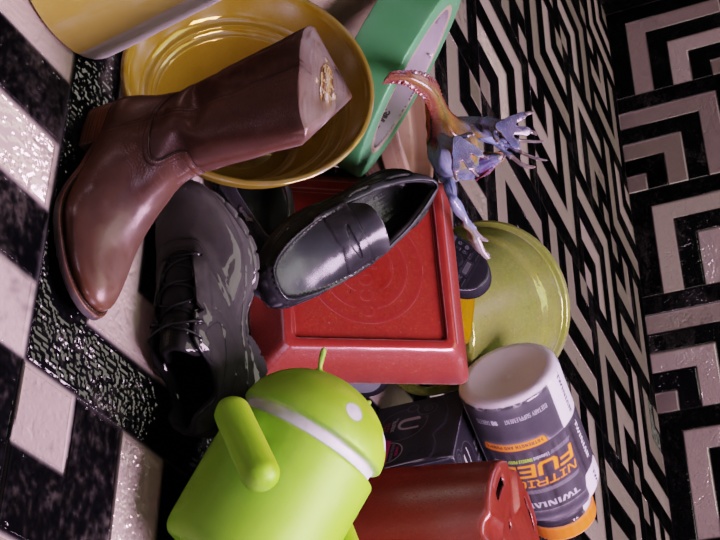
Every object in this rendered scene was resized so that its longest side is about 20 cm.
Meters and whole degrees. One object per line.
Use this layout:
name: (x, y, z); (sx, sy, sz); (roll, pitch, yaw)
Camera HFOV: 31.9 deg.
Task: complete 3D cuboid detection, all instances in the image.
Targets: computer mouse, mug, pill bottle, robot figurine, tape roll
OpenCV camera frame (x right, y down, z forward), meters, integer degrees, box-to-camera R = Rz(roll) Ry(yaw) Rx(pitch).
computer mouse: (0.036, -0.035, 1.189); (0.059, 0.200, 0.034); (-56, 180, -26)
mug: (-0.151, -0.233, 0.895); (0.187, 0.153, 0.150); (-76, 147, -51)
pill bottle: (0.181, 0.181, 1.290); (0.106, 0.106, 0.200); (-71, 142, -55)
robot figurine: (-0.059, 0.157, 0.896); (0.200, 0.115, 0.176); (-58, 140, -19)
tape roll: (0.026, -0.182, 1.135); (0.201, 0.048, 0.200); (-61, 175, -8)

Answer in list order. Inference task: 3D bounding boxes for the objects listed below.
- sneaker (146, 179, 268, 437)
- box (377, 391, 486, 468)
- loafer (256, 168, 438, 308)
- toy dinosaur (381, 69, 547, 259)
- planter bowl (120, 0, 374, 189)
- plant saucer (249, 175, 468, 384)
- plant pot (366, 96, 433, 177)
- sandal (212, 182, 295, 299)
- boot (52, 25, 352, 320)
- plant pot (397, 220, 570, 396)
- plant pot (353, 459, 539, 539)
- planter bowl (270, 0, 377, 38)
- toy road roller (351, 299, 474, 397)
sneaker: (-0.121, 0.029, 0.938); (0.091, 0.076, 0.201); (-4, 80, -64)
box: (0.088, 0.245, 1.307); (0.122, 0.106, 0.201); (-69, 141, -60)
loafer: (-0.010, -0.032, 1.046); (0.200, 0.070, 0.068); (-38, 110, -41)
toy dinosaur: (0.095, -0.117, 1.126); (0.200, 0.105, 0.181); (52, -7, -12)
planter bowl: (-0.095, -0.130, 1.019); (0.084, 0.200, 0.201); (112, -19, -57)
plant saucer: (0.000, 0.000, 1.122); (0.037, 0.199, 0.200); (126, -38, -63)
plant pot: (0.013, -0.171, 1.365); (0.201, 0.092, 0.202); (-9, 90, -76)
sandal: (-0.091, -0.068, 1.068); (0.076, 0.043, 0.201); (-9, 76, -28)
boot: (-0.104, -0.069, 0.850); (0.064, 0.199, 0.187); (48, 35, -52)
plant pot: (0.106, 0.055, 1.387); (0.184, 0.200, 0.201); (-16, 93, -59)
plant pot: (0.042, 0.247, 1.055); (0.201, 0.195, 0.202); (-12, 90, -70)
planter bowl: (-0.026, -0.315, 1.118); (0.200, 0.135, 0.200); (38, 24, -20)
toy road roller: (0.026, 0.016, 1.221); (0.123, 0.146, 0.200); (-80, 150, -47)
